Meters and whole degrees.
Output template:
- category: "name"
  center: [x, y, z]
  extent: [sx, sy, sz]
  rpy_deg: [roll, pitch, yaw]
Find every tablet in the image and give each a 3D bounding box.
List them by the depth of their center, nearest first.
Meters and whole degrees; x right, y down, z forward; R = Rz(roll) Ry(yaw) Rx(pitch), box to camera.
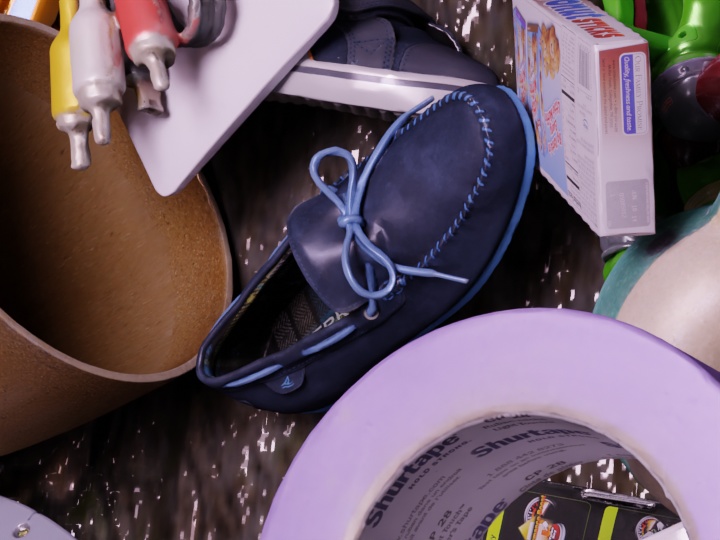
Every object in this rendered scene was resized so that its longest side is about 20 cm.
- category: "tablet"
  center: [-0.088, -0.147, 1.330]
  extent: [0.130, 0.014, 0.201]
  rpy_deg: [-46, 56, 28]

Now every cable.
- category: "cable"
  center: [-0.117, -0.149, 1.311]
  extent: [0.097, 0.050, 0.201]
  rpy_deg: [-37, 62, 37]

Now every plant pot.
- category: "plant pot"
  center: [-0.190, 0.016, 1.354]
  extent: [0.200, 0.186, 0.187]
  rpy_deg: [-38, 59, 34]

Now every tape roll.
- category: "tape roll"
  center: [0.068, 0.119, 0.991]
  extent: [0.199, 0.085, 0.201]
  rpy_deg: [-8, 72, 27]

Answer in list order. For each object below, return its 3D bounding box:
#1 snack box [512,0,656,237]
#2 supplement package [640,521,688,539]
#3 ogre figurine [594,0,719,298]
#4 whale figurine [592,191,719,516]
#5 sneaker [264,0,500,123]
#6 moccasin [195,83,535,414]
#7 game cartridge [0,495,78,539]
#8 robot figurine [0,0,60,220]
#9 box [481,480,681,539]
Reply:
- category: "snack box"
  center: [0.085, -0.067, 1.169]
  extent: [0.024, 0.200, 0.072]
  rpy_deg: [-5, 102, -5]
- category: "supplement package"
  center: [0.122, 0.208, 1.066]
  extent: [0.121, 0.120, 0.201]
  rpy_deg: [-27, 66, 22]
- category: "ogre figurine"
  center: [0.146, -0.075, 1.187]
  extent: [0.200, 0.098, 0.120]
  rpy_deg: [108, 149, -55]
- category: "whale figurine"
  center: [0.176, 0.010, 1.140]
  extent: [0.200, 0.159, 0.104]
  rpy_deg: [-35, 27, -4]
- category: "sneaker"
  center: [-0.018, -0.110, 1.319]
  extent: [0.199, 0.078, 0.080]
  rpy_deg: [13, 90, 36]
- category: "moccasin"
  center: [0.000, 0.000, 1.249]
  extent: [0.200, 0.068, 0.081]
  rpy_deg: [-54, 47, 34]
- category: "game cartridge"
  center: [-0.212, 0.156, 1.360]
  extent: [0.199, 0.042, 0.133]
  rpy_deg: [6, 44, 41]
- category: "robot figurine"
  center: [-0.199, -0.116, 1.449]
  extent: [0.144, 0.058, 0.201]
  rpy_deg: [18, 87, 34]
- category: "box"
  center: [0.122, 0.193, 1.169]
  extent: [0.192, 0.047, 0.201]
  rpy_deg: [7, 82, 35]
